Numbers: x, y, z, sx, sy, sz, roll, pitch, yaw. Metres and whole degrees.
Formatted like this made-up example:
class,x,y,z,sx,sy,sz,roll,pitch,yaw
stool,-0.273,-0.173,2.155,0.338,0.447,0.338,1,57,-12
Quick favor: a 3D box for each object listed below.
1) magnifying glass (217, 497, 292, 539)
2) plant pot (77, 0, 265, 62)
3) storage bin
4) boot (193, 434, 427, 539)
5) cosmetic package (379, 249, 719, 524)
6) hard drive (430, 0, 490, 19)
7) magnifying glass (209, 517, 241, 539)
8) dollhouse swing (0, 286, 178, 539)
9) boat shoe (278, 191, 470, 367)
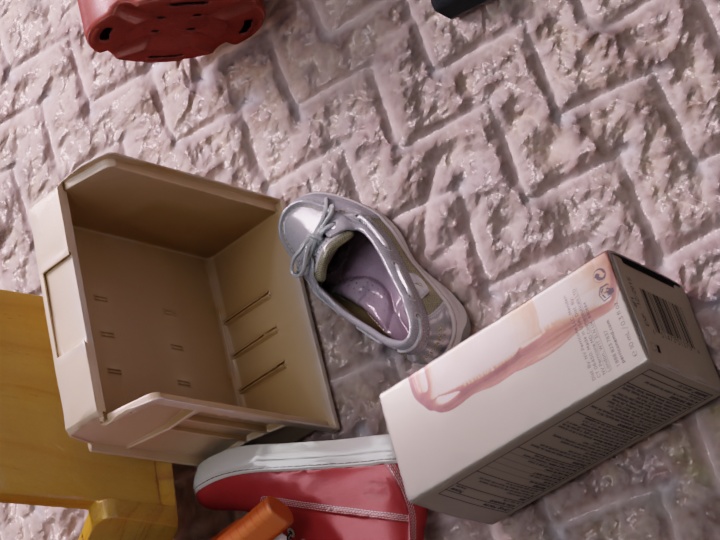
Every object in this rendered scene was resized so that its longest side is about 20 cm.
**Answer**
class,x,y,z,sx,sy,sz,roll,pitch,yaw
magnifying glass,-0.125,0.230,1.370,0.200,0.079,0.022,-42,23,21
plant pot,-0.162,-0.286,1.549,0.200,0.200,0.197,-18,76,35
storage bin,-0.135,0.034,1.423,0.093,0.198,0.201,-32,60,33
boot,-0.039,0.199,1.378,0.199,0.072,0.146,-8,75,31
cosmetic package,0.123,0.081,1.256,0.199,0.103,0.088,-34,57,27
hard drive,0.128,-0.288,1.398,0.199,0.033,0.141,-22,65,34
magnifying glass,-0.166,0.255,1.445,0.199,0.080,0.022,-35,51,-2
dollhouse swing,-0.242,0.127,1.448,0.182,0.174,0.201,119,146,-54
boat shoe,0.000,0.002,1.405,0.075,0.065,0.202,-55,51,14
